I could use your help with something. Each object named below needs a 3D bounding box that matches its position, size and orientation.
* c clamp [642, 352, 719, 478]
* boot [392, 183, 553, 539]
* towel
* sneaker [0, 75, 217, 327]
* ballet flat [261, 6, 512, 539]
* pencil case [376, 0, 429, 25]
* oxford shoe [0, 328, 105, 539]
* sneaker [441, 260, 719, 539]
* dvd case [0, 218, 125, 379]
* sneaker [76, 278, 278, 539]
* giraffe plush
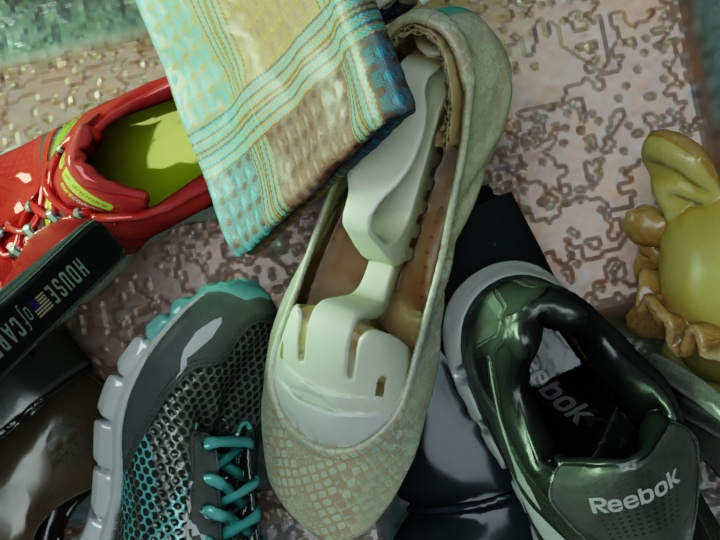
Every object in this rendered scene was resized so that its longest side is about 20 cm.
[{"bbox_3d":[0.179,0.104,0.760,0.027,0.171,0.200,-44,101,-1],"label":"c clamp"},{"bbox_3d":[0.015,0.082,0.834,0.200,0.076,0.169,-35,88,-2],"label":"boot"},{"bbox_3d":[-0.051,-0.118,0.757,0.022,0.147,0.201,-16,78,-28],"label":"towel"},{"bbox_3d":[-0.112,-0.033,0.852,0.199,0.085,0.077,-31,83,5],"label":"sneaker"},{"bbox_3d":[0.000,0.000,0.768,0.067,0.062,0.201,16,93,20],"label":"ballet flat"},{"bbox_3d":[-0.024,-0.181,0.799,0.077,0.089,0.201,-29,87,-2],"label":"pencil case"},{"bbox_3d":[-0.168,0.121,0.862,0.200,0.073,0.085,-42,87,5],"label":"oxford shoe"},{"bbox_3d":[0.094,0.087,0.759,0.066,0.090,0.201,-29,91,-7],"label":"sneaker"},{"bbox_3d":[-0.186,0.067,0.797,0.200,0.150,0.025,-38,97,26],"label":"dvd case"},{"bbox_3d":[-0.062,0.103,0.826,0.091,0.077,0.201,30,110,33],"label":"sneaker"},{"bbox_3d":[0.183,0.016,0.792,0.162,0.199,0.174,21,106,40],"label":"giraffe plush"}]
